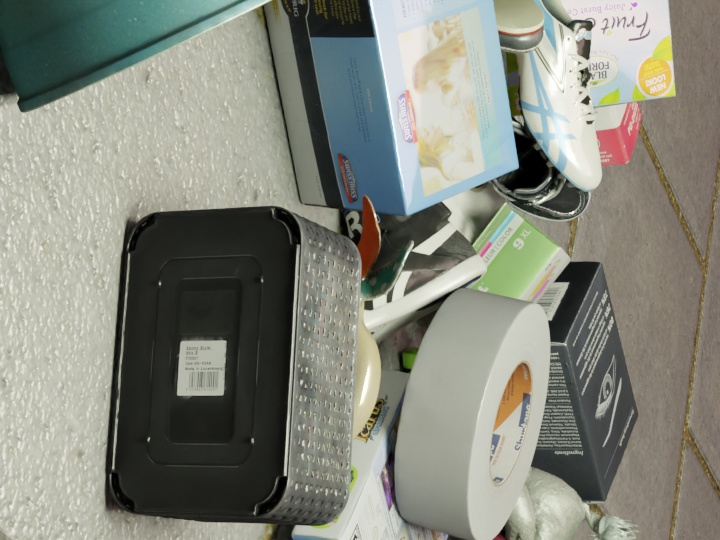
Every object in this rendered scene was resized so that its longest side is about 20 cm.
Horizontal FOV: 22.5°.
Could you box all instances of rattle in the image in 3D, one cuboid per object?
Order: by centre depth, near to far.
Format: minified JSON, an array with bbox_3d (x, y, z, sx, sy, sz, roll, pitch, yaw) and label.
[{"bbox_3d":[-0.009,0.059,1.330,0.143,0.130,0.201,33,80,-45],"label":"rattle"}]

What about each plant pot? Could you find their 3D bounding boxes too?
[{"bbox_3d":[-0.149,-0.219,1.050,0.189,0.199,0.200,64,31,-12],"label":"plant pot"}]

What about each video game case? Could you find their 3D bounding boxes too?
[{"bbox_3d":[0.013,0.215,1.473,0.182,0.045,0.201,-63,150,-43],"label":"video game case"}]

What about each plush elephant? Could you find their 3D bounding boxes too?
[{"bbox_3d":[0.130,0.261,1.624,0.155,0.199,0.165,-53,145,-26],"label":"plush elephant"}]

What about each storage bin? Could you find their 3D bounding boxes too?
[{"bbox_3d":[-0.083,0.066,1.206,0.094,0.134,0.202,24,67,-62],"label":"storage bin"}]

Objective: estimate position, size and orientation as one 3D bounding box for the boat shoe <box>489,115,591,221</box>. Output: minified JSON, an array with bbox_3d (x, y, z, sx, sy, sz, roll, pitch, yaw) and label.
[{"bbox_3d":[0.145,-0.087,1.554,0.200,0.072,0.068,39,11,-44],"label":"boat shoe"}]

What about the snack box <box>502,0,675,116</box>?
[{"bbox_3d":[0.186,-0.244,1.597,0.168,0.068,0.202,-9,99,-19],"label":"snack box"}]

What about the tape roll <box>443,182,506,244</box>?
[{"bbox_3d":[0.071,-0.122,1.612,0.202,0.070,0.204,5,85,-64],"label":"tape roll"}]

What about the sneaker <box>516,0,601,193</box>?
[{"bbox_3d":[0.167,-0.164,1.505,0.072,0.072,0.201,-12,85,-60],"label":"sneaker"}]

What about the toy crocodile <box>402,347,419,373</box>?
[{"bbox_3d":[0.085,0.100,1.634,0.200,0.061,0.068,-9,96,-63],"label":"toy crocodile"}]

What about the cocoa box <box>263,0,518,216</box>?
[{"bbox_3d":[0.023,-0.158,1.404,0.133,0.131,0.201,-24,112,-37],"label":"cocoa box"}]

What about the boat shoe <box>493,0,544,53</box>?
[{"bbox_3d":[0.072,-0.201,1.488,0.071,0.199,0.063,-23,121,-39],"label":"boat shoe"}]

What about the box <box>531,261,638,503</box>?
[{"bbox_3d":[0.198,0.113,1.817,0.148,0.104,0.201,-57,138,-50],"label":"box"}]

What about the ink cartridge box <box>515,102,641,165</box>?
[{"bbox_3d":[0.177,-0.200,1.749,0.085,0.144,0.201,-66,144,-45],"label":"ink cartridge box"}]

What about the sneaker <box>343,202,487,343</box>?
[{"bbox_3d":[0.000,0.000,1.475,0.199,0.073,0.112,-26,74,-37],"label":"sneaker"}]

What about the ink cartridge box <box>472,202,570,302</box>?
[{"bbox_3d":[0.130,0.005,1.624,0.104,0.059,0.200,-51,170,3],"label":"ink cartridge box"}]

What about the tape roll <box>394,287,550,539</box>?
[{"bbox_3d":[0.094,0.118,1.482,0.200,0.066,0.202,13,90,-70],"label":"tape roll"}]
